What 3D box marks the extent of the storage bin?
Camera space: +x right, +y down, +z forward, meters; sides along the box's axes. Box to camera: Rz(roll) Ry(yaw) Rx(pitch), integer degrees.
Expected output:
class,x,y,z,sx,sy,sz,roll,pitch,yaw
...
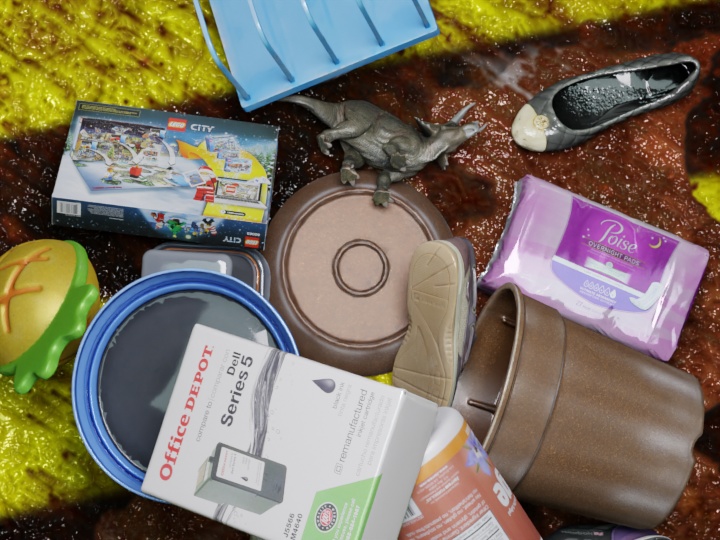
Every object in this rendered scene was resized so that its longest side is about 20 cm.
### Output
class,x,y,z,sx,sy,sz,roll,pitch,yaw
storage bin,-0.145,0.069,1.545,0.144,0.134,0.202,4,85,3

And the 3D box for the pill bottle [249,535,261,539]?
class,x,y,z,sx,sy,sz,roll,pitch,yaw
pill bottle,-0.046,0.211,1.551,0.113,0.114,0.202,22,81,0

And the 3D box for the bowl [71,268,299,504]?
class,x,y,z,sx,sy,sz,roll,pitch,yaw
bowl,-0.147,0.100,1.455,0.198,0.039,0.203,0,85,3

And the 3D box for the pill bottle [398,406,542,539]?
class,x,y,z,sx,sy,sz,roll,pitch,yaw
pill bottle,0.087,0.225,1.422,0.112,0.112,0.201,-35,99,-8

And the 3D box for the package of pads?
class,x,y,z,sx,sy,sz,roll,pitch,yaw
package of pads,0.222,-0.001,1.623,0.198,0.076,0.121,22,82,0

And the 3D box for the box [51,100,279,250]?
class,x,y,z,sx,sy,sz,roll,pitch,yaw
box,-0.180,-0.090,1.592,0.198,0.038,0.137,7,45,-3

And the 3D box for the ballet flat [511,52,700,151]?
class,x,y,z,sx,sy,sz,roll,pitch,yaw
ballet flat,0.239,-0.172,1.659,0.198,0.057,0.067,-23,82,-7

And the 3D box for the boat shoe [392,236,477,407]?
class,x,y,z,sx,sy,sz,roll,pitch,yaw
boat shoe,0.077,0.064,1.583,0.072,0.065,0.202,20,116,37

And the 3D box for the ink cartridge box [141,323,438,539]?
class,x,y,z,sx,sy,sz,roll,pitch,yaw
ink cartridge box,-0.058,0.142,1.352,0.198,0.084,0.147,16,84,26

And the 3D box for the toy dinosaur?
class,x,y,z,sx,sy,sz,roll,pitch,yaw
toy dinosaur,0.012,-0.125,1.632,0.198,0.078,0.103,15,35,10

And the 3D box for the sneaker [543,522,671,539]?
class,x,y,z,sx,sy,sz,roll,pitch,yaw
sneaker,0.188,0.275,1.562,0.198,0.087,0.077,-4,104,-22

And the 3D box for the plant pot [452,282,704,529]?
class,x,y,z,sx,sy,sz,roll,pitch,yaw
plant pot,0.194,0.137,1.551,0.197,0.200,0.202,18,80,-10

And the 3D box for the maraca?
class,x,y,z,sx,sy,sz,roll,pitch,yaw
maraca,-0.288,0.040,1.529,0.107,0.200,0.138,33,93,-28

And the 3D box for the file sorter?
class,x,y,z,sx,sy,sz,roll,pitch,yaw
file sorter,-0.050,-0.262,1.553,0.198,0.123,0.140,-21,72,7

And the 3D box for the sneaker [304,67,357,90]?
class,x,y,z,sx,sy,sz,roll,pitch,yaw
sneaker,-0.004,-0.255,1.643,0.081,0.074,0.200,45,73,-11

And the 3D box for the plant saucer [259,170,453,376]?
class,x,y,z,sx,sy,sz,roll,pitch,yaw
plant saucer,0.000,0.000,1.629,0.198,0.034,0.202,1,81,-5
